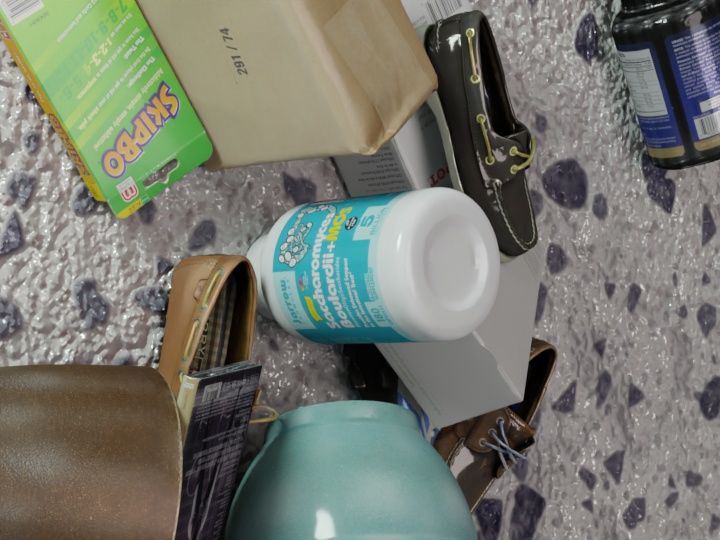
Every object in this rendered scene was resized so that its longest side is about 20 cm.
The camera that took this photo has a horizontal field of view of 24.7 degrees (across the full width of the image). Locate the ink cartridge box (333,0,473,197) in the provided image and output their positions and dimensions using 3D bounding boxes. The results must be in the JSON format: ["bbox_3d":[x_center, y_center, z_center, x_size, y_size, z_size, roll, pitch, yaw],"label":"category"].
[{"bbox_3d":[0.031,-0.163,1.353,0.145,0.083,0.201,-40,114,-38],"label":"ink cartridge box"}]

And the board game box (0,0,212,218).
[{"bbox_3d":[-0.188,-0.144,1.172,0.095,0.030,0.201,-38,111,-25],"label":"board game box"}]

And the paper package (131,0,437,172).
[{"bbox_3d":[-0.071,-0.182,1.183,0.103,0.190,0.201,-44,116,-35],"label":"paper package"}]

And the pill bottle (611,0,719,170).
[{"bbox_3d":[0.310,-0.209,1.603,0.112,0.111,0.201,-32,110,-40],"label":"pill bottle"}]

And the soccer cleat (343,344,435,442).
[{"bbox_3d":[0.038,0.134,1.353,0.086,0.070,0.201,-6,93,-48],"label":"soccer cleat"}]

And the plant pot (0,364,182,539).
[{"bbox_3d":[-0.239,0.137,1.032,0.199,0.187,0.188,12,79,-28],"label":"plant pot"}]

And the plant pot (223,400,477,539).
[{"bbox_3d":[-0.010,0.178,1.235,0.200,0.200,0.135,18,58,-41],"label":"plant pot"}]

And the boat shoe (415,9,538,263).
[{"bbox_3d":[0.102,-0.104,1.299,0.072,0.060,0.202,-38,109,-58],"label":"boat shoe"}]

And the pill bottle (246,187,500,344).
[{"bbox_3d":[0.000,0.000,1.235,0.110,0.199,0.112,4,84,-43],"label":"pill bottle"}]

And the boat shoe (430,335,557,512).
[{"bbox_3d":[0.110,0.136,1.419,0.072,0.072,0.201,42,60,-33],"label":"boat shoe"}]

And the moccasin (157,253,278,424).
[{"bbox_3d":[-0.107,0.089,1.211,0.073,0.077,0.203,20,74,-42],"label":"moccasin"}]

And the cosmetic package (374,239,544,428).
[{"bbox_3d":[0.085,0.017,1.345,0.108,0.084,0.200,55,31,-26],"label":"cosmetic package"}]

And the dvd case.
[{"bbox_3d":[-0.115,0.163,1.113,0.149,0.016,0.201,-3,107,-78],"label":"dvd case"}]
